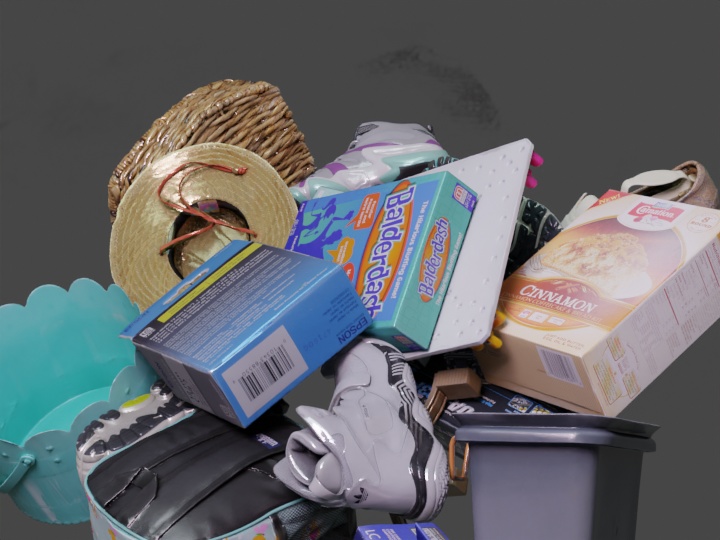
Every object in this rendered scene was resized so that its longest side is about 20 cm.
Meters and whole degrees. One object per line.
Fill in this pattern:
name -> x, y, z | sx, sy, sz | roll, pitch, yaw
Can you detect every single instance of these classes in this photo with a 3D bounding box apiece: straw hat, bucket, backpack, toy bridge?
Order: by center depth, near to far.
backpack -> -0.120, 0.204, 1.340 | 0.200, 0.154, 0.176 | -16, 33, -39
toy bridge -> 0.055, 0.178, 1.367 | 0.067, 0.027, 0.201 | -8, 57, 31
bucket -> -0.271, 0.124, 1.519 | 0.206, 0.135, 0.208 | -12, 39, 10
straw hat -> -0.141, -0.018, 1.593 | 0.200, 0.085, 0.202 | -5, 61, 9

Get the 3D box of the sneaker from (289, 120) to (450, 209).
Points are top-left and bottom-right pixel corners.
sneaker -> -0.007, -0.102, 1.727 | 0.199, 0.078, 0.140 | -15, 34, 0

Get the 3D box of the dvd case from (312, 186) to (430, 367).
dvd case -> 0.009, 0.001, 1.533 | 0.199, 0.022, 0.146 | 17, 67, 34

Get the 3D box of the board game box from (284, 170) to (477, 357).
board game box -> 0.000, 0.000, 1.445 | 0.200, 0.045, 0.153 | -9, 54, 48

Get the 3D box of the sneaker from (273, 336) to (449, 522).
sneaker -> -0.012, 0.116, 1.291 | 0.115, 0.075, 0.200 | 7, 32, -25

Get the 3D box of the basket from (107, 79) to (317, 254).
basket -> -0.176, -0.111, 1.726 | 0.149, 0.143, 0.200 | 13, 49, 49

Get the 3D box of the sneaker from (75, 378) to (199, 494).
sneaker -> -0.163, 0.142, 1.448 | 0.200, 0.080, 0.077 | -27, 34, -32

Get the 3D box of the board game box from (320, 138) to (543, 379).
board game box -> 0.063, -0.004, 1.434 | 0.200, 0.026, 0.201 | -17, 48, 45

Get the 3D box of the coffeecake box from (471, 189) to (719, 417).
coffeecake box -> 0.210, 0.024, 1.389 | 0.200, 0.073, 0.153 | -39, 30, -24

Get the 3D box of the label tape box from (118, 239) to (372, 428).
label tape box -> -0.102, 0.047, 1.391 | 0.143, 0.066, 0.200 | -40, 23, -20

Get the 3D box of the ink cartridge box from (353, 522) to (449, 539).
ink cartridge box -> 0.037, 0.274, 1.169 | 0.076, 0.201, 0.136 | 4, 27, -33

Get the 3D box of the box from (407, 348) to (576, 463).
box -> 0.122, 0.094, 1.460 | 0.200, 0.046, 0.159 | 25, 57, 41

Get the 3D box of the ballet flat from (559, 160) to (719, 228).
ballet flat -> 0.243, -0.051, 1.560 | 0.199, 0.067, 0.068 | -25, 39, -6

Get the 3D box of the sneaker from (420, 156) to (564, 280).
sneaker -> 0.147, -0.041, 1.545 | 0.200, 0.086, 0.078 | 43, 109, 33

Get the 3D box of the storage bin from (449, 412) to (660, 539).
storage bin -> 0.139, 0.178, 1.235 | 0.145, 0.200, 0.135 | -1, 81, 21
